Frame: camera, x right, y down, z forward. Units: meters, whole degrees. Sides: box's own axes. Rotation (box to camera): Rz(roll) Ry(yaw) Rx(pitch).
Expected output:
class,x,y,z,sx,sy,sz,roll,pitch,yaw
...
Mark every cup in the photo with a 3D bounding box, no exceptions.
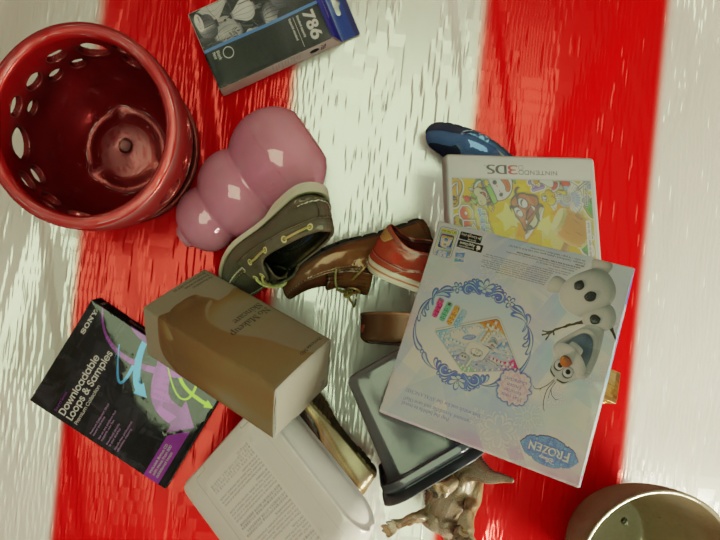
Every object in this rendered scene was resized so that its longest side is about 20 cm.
class,x,y,z,sx,sy,sz,roll,pitch,yaw
cup,0.328,0.345,0.790,0.194,0.143,0.207,0,91,-4

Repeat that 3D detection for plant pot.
class,x,y,z,sx,sy,sz,roll,pitch,yaw
plant pot,-0.282,-0.144,0.724,0.194,0.182,0.207,0,90,-5

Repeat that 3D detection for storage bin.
class,x,y,z,sx,sy,sz,roll,pitch,yaw
storage bin,0.058,0.161,0.751,0.143,0.200,0.137,-28,83,-3

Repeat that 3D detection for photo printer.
class,x,y,z,sx,sy,sz,roll,pitch,yaw
photo printer,-0.088,0.268,0.737,0.200,0.069,0.167,47,107,13

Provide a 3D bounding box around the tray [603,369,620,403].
class,x,y,z,sx,sy,sz,roll,pitch,yaw
tray,0.185,0.122,0.739,0.096,0.199,0.038,22,73,-18

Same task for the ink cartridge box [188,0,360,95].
class,x,y,z,sx,sy,sz,roll,pitch,yaw
ink cartridge box,-0.105,-0.307,0.808,0.196,0.039,0.102,-26,91,-4

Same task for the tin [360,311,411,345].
class,x,y,z,sx,sy,sz,roll,pitch,yaw
tin,0.095,0.075,0.784,0.193,0.112,0.043,4,78,-3

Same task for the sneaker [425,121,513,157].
class,x,y,z,sx,sy,sz,roll,pitch,yaw
sneaker,0.157,-0.110,0.811,0.197,0.074,0.083,34,90,-2

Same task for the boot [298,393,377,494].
class,x,y,z,sx,sy,sz,roll,pitch,yaw
boot,-0.094,0.234,0.797,0.166,0.072,0.201,-41,84,4

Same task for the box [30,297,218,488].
class,x,y,z,sx,sy,sz,roll,pitch,yaw
box,-0.282,0.150,0.800,0.197,0.036,0.145,33,88,-2

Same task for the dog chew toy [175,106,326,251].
class,x,y,z,sx,sy,sz,roll,pitch,yaw
dog chew toy,-0.136,-0.099,0.770,0.198,0.125,0.126,-37,93,5

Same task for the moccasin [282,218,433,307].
class,x,y,z,sx,sy,sz,roll,pitch,yaw
moccasin,0.000,0.000,0.805,0.196,0.074,0.080,-16,84,-13

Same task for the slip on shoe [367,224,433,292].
class,x,y,z,sx,sy,sz,roll,pitch,yaw
slip on shoe,0.106,-0.001,0.745,0.195,0.074,0.063,18,109,-2

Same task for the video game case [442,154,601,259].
class,x,y,z,sx,sy,sz,roll,pitch,yaw
video game case,0.181,-0.026,0.721,0.176,0.023,0.207,0,82,-8

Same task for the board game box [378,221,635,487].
class,x,y,z,sx,sy,sz,roll,pitch,yaw
board game box,0.140,0.073,0.628,0.195,0.043,0.204,15,78,24

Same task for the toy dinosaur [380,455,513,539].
class,x,y,z,sx,sy,sz,roll,pitch,yaw
toy dinosaur,0.110,0.255,0.755,0.085,0.135,0.202,38,126,12

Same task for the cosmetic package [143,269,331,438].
class,x,y,z,sx,sy,sz,roll,pitch,yaw
cosmetic package,-0.139,0.086,0.729,0.196,0.105,0.073,24,128,24

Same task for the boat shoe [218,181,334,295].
class,x,y,z,sx,sy,sz,roll,pitch,yaw
boat shoe,-0.101,-0.018,0.749,0.201,0.071,0.062,-41,56,34
